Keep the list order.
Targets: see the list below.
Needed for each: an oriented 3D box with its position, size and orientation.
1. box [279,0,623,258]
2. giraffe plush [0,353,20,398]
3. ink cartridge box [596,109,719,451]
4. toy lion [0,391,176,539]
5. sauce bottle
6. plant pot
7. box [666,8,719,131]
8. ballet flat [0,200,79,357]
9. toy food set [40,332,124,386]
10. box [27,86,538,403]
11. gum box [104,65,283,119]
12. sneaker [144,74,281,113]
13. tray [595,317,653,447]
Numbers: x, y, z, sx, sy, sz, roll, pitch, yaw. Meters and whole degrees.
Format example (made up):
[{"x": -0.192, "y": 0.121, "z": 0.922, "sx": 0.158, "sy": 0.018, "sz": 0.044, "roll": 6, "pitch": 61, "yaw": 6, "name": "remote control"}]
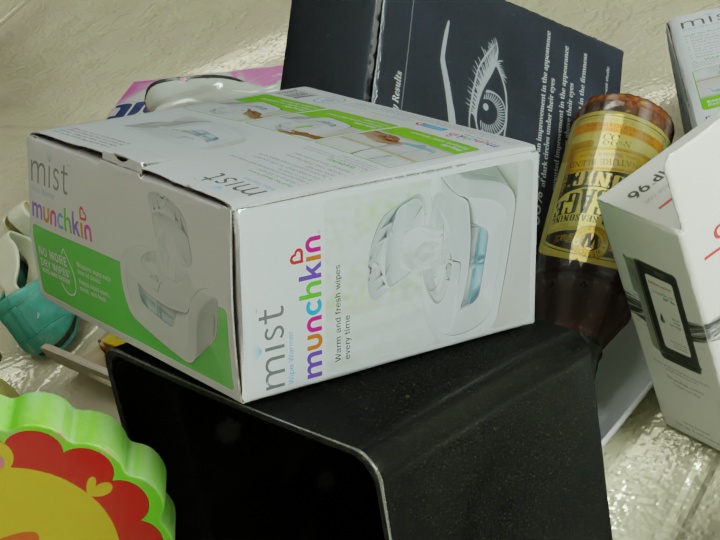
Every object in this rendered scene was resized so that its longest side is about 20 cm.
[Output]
[{"x": 0.054, "y": -0.088, "z": 1.037, "sx": 0.104, "sy": 0.200, "sz": 0.148, "roll": -11, "pitch": 67, "yaw": 53, "name": "box"}, {"x": -0.240, "y": 0.150, "z": 0.974, "sx": 0.162, "sy": 0.200, "sz": 0.173, "roll": -47, "pitch": 1, "yaw": 4, "name": "giraffe plush"}, {"x": 0.201, "y": -0.013, "z": 0.892, "sx": 0.116, "sy": 0.200, "sz": 0.068, "roll": -35, "pitch": 34, "yaw": -20, "name": "ink cartridge box"}, {"x": -0.168, "y": 0.156, "z": 0.838, "sx": 0.191, "sy": 0.200, "sz": 0.069, "roll": -30, "pitch": 29, "yaw": 14, "name": "toy lion"}, {"x": 0.136, "y": -0.008, "z": 0.971, "sx": 0.066, "sy": 0.066, "sz": 0.200, "roll": -1, "pitch": 59, "yaw": 30, "name": "sauce bottle"}, {"x": 0.016, "y": 0.111, "z": 0.847, "sx": 0.177, "sy": 0.200, "sz": 0.200, "roll": -29, "pitch": 31, "yaw": -36, "name": "plant pot"}, {"x": 0.300, "y": -0.102, "z": 1.027, "sx": 0.199, "sy": 0.097, "sz": 0.177, "roll": -11, "pitch": 29, "yaw": 9, "name": "box"}, {"x": -0.243, "y": -0.015, "z": 1.277, "sx": 0.067, "sy": 0.070, "sz": 0.200, "roll": -30, "pitch": 30, "yaw": 14, "name": "ballet flat"}, {"x": -0.111, "y": 0.014, "z": 1.169, "sx": 0.143, "sy": 0.061, "sz": 0.200, "roll": 16, "pitch": 47, "yaw": 44, "name": "toy food set"}, {"x": -0.042, "y": -0.025, "z": 0.830, "sx": 0.176, "sy": 0.097, "sz": 0.200, "roll": -15, "pitch": 22, "yaw": -35, "name": "box"}, {"x": -0.122, "y": -0.103, "z": 1.340, "sx": 0.199, "sy": 0.066, "sz": 0.114, "roll": -3, "pitch": 36, "yaw": 27, "name": "gum box"}, {"x": -0.053, "y": -0.093, "z": 1.207, "sx": 0.199, "sy": 0.080, "sz": 0.087, "roll": -5, "pitch": 78, "yaw": 2, "name": "sneaker"}, {"x": 0.146, "y": 0.047, "z": 1.004, "sx": 0.107, "sy": 0.022, "sz": 0.200, "roll": 12, "pitch": 46, "yaw": 43, "name": "tray"}]
